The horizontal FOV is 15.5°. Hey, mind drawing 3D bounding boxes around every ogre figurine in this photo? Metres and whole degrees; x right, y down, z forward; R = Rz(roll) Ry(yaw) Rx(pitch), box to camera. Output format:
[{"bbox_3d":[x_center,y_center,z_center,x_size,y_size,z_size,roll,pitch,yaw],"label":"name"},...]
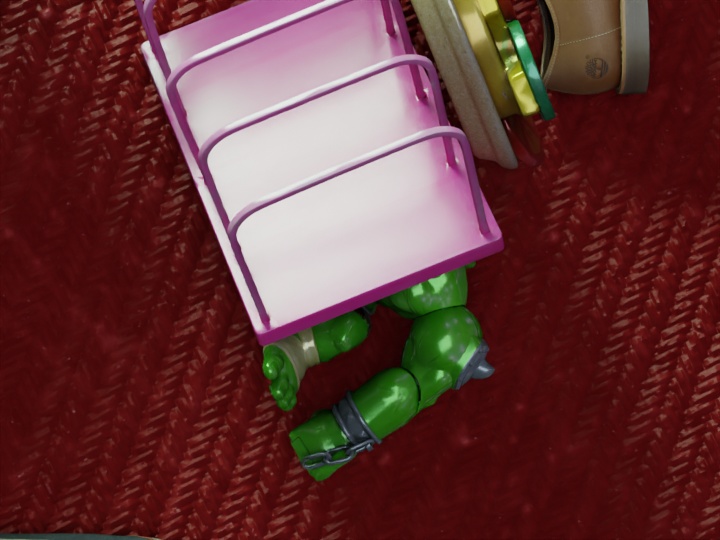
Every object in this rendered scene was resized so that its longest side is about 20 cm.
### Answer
[{"bbox_3d":[0.000,0.000,1.444,0.119,0.098,0.201,-15,63,8],"label":"ogre figurine"}]

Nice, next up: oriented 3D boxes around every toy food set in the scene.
[{"bbox_3d":[0.051,-0.144,1.385,0.048,0.200,0.199,-22,93,3],"label":"toy food set"}]

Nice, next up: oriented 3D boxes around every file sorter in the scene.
[{"bbox_3d":[-0.031,-0.095,1.370,0.138,0.126,0.201,-22,60,-4],"label":"file sorter"}]

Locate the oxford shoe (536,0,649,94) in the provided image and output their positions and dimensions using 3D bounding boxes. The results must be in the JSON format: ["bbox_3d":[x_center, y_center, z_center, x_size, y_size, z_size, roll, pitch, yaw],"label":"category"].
[{"bbox_3d":[0.118,-0.195,1.454,0.071,0.071,0.202,-4,95,0],"label":"oxford shoe"}]

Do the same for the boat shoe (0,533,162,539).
[{"bbox_3d":[-0.187,0.181,1.450,0.198,0.063,0.072,-4,96,-4],"label":"boat shoe"}]
